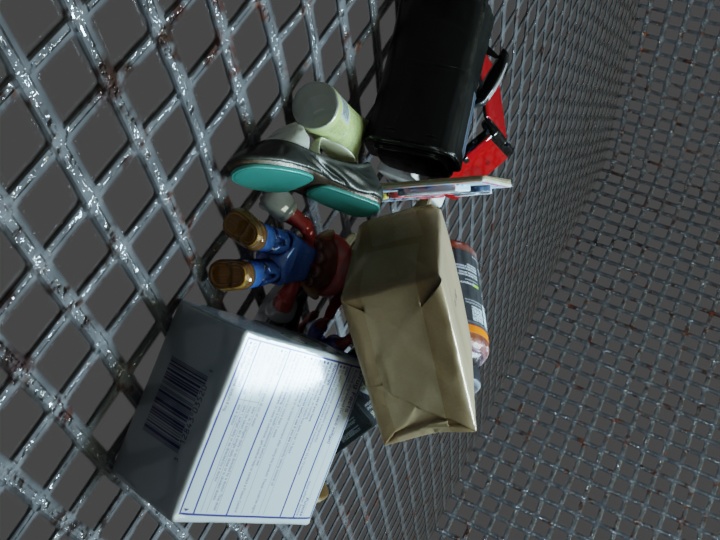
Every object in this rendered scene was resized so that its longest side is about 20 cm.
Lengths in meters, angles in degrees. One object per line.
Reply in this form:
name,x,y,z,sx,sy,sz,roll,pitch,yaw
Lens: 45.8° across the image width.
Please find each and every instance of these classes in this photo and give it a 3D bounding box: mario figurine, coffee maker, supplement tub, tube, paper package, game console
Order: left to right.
mario figurine,-0.090,-0.014,0.912,0.123,0.106,0.200,-39,158,20
tube,-0.025,-0.156,0.955,0.058,0.052,0.200,-30,169,9
paper package,0.059,0.055,0.926,0.200,0.103,0.191,-78,154,-66
coffee maker,0.074,-0.228,1.010,0.192,0.134,0.201,24,77,-54
supplement tub,0.113,0.066,1.128,0.107,0.106,0.201,79,8,-58
game console,0.147,-0.202,1.201,0.172,0.119,0.200,-40,169,13

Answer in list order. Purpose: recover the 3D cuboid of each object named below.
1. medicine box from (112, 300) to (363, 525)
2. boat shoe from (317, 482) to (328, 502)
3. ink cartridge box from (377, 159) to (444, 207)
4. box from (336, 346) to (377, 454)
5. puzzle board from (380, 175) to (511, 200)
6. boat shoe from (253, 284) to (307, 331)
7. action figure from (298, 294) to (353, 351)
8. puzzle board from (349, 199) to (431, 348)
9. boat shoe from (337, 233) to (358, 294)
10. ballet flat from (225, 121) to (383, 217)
medicine box,-0.112,0.146,0.851,0.200,0.103,0.183,23,89,-51
boat shoe,-0.109,0.310,1.194,0.072,0.072,0.200,-34,165,12
ink cartridge box,0.087,-0.171,1.204,0.117,0.067,0.200,-69,163,-2
box,-0.042,0.176,1.049,0.200,0.086,0.164,-41,175,28
puzzle board,0.068,-0.096,1.025,0.151,0.199,0.017,-11,97,-68
boat shoe,-0.098,0.100,0.981,0.201,0.068,0.072,-64,161,-15
action figure,-0.047,0.084,1.038,0.052,0.065,0.200,-55,-173,-30
puzzle board,0.045,-0.004,1.147,0.151,0.017,0.200,-47,-162,37
boat shoe,0.000,0.000,1.098,0.200,0.072,0.072,-26,134,-75
ballet flat,-0.056,-0.105,0.860,0.200,0.068,0.069,14,64,-47
